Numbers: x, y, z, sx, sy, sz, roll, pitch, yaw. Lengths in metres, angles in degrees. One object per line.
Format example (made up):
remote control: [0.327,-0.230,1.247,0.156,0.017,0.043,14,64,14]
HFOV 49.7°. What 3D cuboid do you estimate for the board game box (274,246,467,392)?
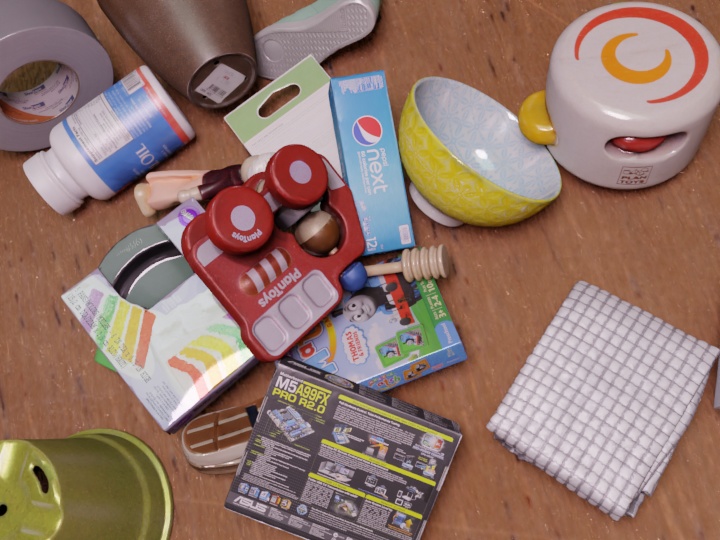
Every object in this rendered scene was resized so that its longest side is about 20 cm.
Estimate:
board game box: [0.000,0.070,0.867,0.199,0.037,0.152,-23,47,3]

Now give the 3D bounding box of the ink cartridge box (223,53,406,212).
ink cartridge box: [-0.059,-0.154,0.976,0.145,0.048,0.200,-36,69,-3]

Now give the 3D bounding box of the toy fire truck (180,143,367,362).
toy fire truck: [-0.078,-0.023,0.813,0.200,0.112,0.168,-42,98,-30]

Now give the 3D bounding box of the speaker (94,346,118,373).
speaker: [-0.234,0.033,0.925,0.088,0.088,0.201,21,76,17]

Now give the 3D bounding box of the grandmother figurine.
grandmother figurine: [-0.177,-0.105,0.938,0.199,0.061,0.121,-9,24,25]

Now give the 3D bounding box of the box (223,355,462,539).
box: [-0.018,0.197,0.791,0.199,0.044,0.161,21,95,-1]

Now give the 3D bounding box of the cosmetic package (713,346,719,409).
cosmetic package: [0.461,0.084,0.767,0.199,0.052,0.151,15,72,0]

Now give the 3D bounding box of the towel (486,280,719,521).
towel: [0.247,0.133,0.800,0.165,0.086,0.200,30,77,17]

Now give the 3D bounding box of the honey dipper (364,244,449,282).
honey dipper: [0.000,0.000,0.878,0.199,0.038,0.038,-6,69,19]

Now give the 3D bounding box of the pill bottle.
pill bottle: [-0.322,-0.161,0.996,0.200,0.112,0.112,-36,68,-2]

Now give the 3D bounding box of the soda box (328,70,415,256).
soda box: [0.011,-0.119,0.891,0.064,0.068,0.201,-9,90,-5]

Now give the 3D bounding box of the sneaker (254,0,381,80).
sneaker: [-0.056,-0.322,1.036,0.200,0.074,0.118,-15,31,26]

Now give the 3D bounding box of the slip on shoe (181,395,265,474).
slip on shoe: [-0.095,0.181,0.863,0.199,0.061,0.076,-15,45,-14]

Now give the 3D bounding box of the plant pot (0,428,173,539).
plant pot: [-0.324,0.253,0.810,0.199,0.184,0.201,-3,70,9]

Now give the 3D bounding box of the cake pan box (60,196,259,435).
cake pan box: [-0.197,0.044,0.854,0.184,0.052,0.200,-38,79,-12]

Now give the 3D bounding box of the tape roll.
tape roll: [-0.425,-0.248,0.998,0.200,0.200,0.066,-36,67,-3]

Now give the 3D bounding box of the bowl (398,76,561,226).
bowl: [0.116,-0.114,0.884,0.200,0.200,0.108,53,128,22]

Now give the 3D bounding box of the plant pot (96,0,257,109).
plant pot: [-0.213,-0.308,0.984,0.186,0.187,0.200,-30,68,-1]

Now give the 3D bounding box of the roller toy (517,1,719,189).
roller toy: [0.297,-0.189,0.871,0.200,0.140,0.182,-41,65,-16]
